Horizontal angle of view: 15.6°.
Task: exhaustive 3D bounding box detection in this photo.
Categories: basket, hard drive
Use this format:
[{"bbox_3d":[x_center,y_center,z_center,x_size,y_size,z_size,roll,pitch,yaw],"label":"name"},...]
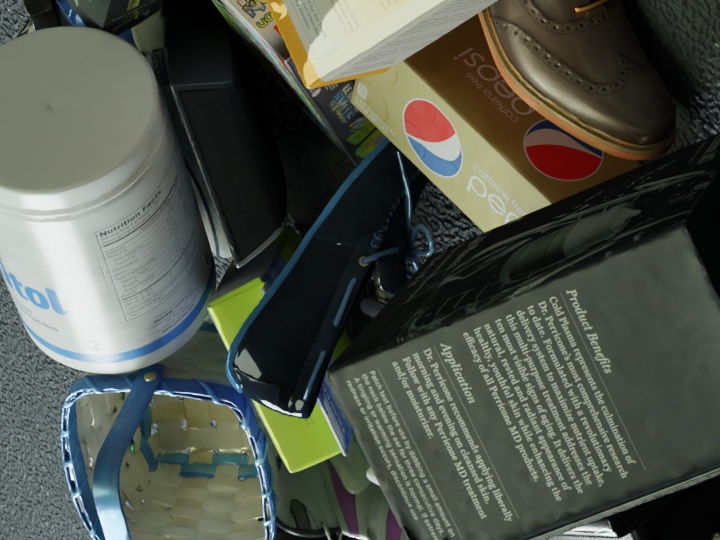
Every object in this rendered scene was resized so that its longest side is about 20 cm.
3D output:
[{"bbox_3d":[-0.124,0.138,1.698,0.139,0.200,0.177,0,124,9],"label":"basket"},{"bbox_3d":[-0.083,-0.094,1.634,0.200,0.042,0.135,-101,-8,-69],"label":"hard drive"}]

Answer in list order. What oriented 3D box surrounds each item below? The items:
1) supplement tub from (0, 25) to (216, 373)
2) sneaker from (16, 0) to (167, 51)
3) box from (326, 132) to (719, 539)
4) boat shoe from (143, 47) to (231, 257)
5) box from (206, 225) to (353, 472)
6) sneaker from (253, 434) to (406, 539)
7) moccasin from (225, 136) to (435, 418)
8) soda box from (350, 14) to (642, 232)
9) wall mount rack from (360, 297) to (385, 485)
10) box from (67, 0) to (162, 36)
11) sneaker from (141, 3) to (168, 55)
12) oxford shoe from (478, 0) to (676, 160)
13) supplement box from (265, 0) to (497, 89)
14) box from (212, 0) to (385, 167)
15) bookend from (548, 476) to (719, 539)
[{"bbox_3d":[-0.167,-0.039,1.616,0.132,0.132,0.200,39,159,30],"label":"supplement tub"},{"bbox_3d":[-0.192,-0.229,1.662,0.077,0.111,0.200,-100,-1,-76],"label":"sneaker"},{"bbox_3d":[0.116,0.037,1.306,0.196,0.200,0.124,-22,99,22],"label":"box"},{"bbox_3d":[-0.128,-0.072,1.739,0.200,0.065,0.074,69,-176,-50],"label":"boat shoe"},{"bbox_3d":[-0.044,0.049,1.685,0.122,0.048,0.200,63,-171,-9],"label":"box"},{"bbox_3d":[-0.006,0.192,1.773,0.200,0.140,0.078,34,144,38],"label":"sneaker"},{"bbox_3d":[0.000,0.000,1.559,0.068,0.200,0.080,34,177,11],"label":"moccasin"},{"bbox_3d":[0.086,-0.066,1.473,0.200,0.064,0.068,46,148,22],"label":"soda box"},{"bbox_3d":[0.027,0.101,1.620,0.074,0.174,0.200,1,106,8],"label":"wall mount rack"},{"bbox_3d":[-0.180,-0.251,1.542,0.200,0.051,0.158,54,157,11],"label":"box"},{"bbox_3d":[-0.167,-0.189,1.744,0.115,0.074,0.200,15,139,49],"label":"sneaker"},{"bbox_3d":[0.101,-0.145,1.371,0.200,0.071,0.073,52,145,12],"label":"oxford shoe"},{"bbox_3d":[0.035,-0.193,1.333,0.200,0.073,0.126,-29,83,37],"label":"supplement box"},{"bbox_3d":[-0.043,-0.136,1.539,0.110,0.035,0.200,47,178,19],"label":"box"},{"bbox_3d":[0.208,0.162,1.361,0.092,0.200,0.199,-7,111,59],"label":"bookend"}]
